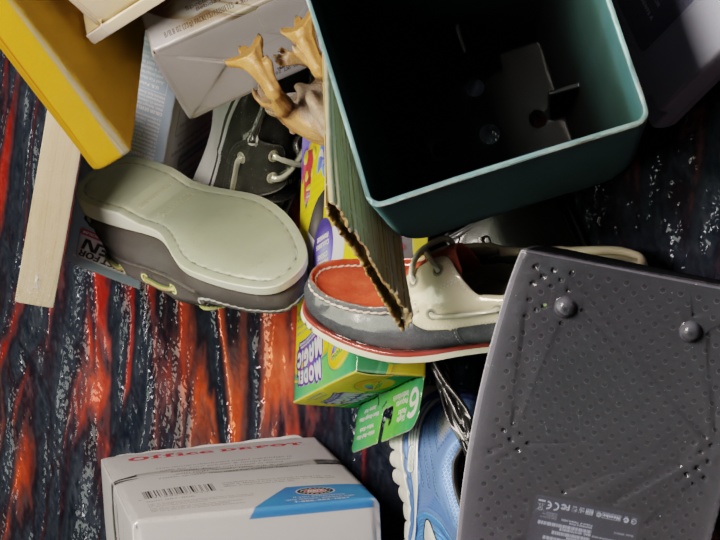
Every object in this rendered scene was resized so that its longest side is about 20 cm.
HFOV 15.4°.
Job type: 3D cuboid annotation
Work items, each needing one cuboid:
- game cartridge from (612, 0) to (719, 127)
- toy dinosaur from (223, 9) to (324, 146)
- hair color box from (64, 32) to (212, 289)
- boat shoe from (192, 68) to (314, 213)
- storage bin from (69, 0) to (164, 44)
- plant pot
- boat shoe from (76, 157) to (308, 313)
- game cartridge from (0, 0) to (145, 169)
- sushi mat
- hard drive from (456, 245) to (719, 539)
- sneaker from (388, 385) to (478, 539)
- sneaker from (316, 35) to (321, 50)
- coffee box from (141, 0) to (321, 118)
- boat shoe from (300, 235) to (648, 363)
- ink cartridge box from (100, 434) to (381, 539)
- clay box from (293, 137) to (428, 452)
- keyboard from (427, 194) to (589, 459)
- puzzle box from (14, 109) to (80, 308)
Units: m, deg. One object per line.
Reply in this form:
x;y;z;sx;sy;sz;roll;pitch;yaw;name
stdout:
0.151;-0.191;1.363;0.133;0.041;0.200;-50;57;52;game cartridge
-0.018;-0.088;1.490;0.106;0.060;0.200;53;-178;-23;toy dinosaur
-0.132;-0.100;1.728;0.061;0.099;0.200;20;118;15;hair color box
-0.058;-0.073;1.670;0.064;0.071;0.200;46;135;28;boat shoe
-0.110;-0.270;1.508;0.200;0.094;0.199;-29;48;20;storage bin
0.063;-0.094;1.375;0.200;0.141;0.141;63;-170;-76;plant pot
-0.096;-0.012;1.624;0.201;0.072;0.061;27;143;45;boat shoe
-0.193;-0.179;1.526;0.032;0.200;0.176;-28;30;18;game cartridge
0.001;-0.067;1.416;0.012;0.096;0.200;-21;39;16;sushi mat
0.126;0.086;1.385;0.042;0.135;0.200;-71;-9;-68;hard drive
0.065;0.167;1.524;0.089;0.079;0.200;1;97;58;sneaker
0.038;-0.206;1.507;0.081;0.075;0.200;18;106;22;sneaker
-0.091;-0.208;1.604;0.080;0.114;0.200;61;-174;-57;coffee box
0.061;0.011;1.431;0.200;0.071;0.063;6;131;19;boat shoe
-0.075;0.163;1.613;0.200;0.145;0.084;-146;52;-77;ink cartridge box
0.000;0.000;1.552;0.115;0.048;0.200;147;127;-67;clay box
0.095;0.062;1.474;0.127;0.021;0.200;-29;69;22;keyboard
-0.193;-0.059;1.687;0.200;0.025;0.133;-119;39;-80;puzzle box
